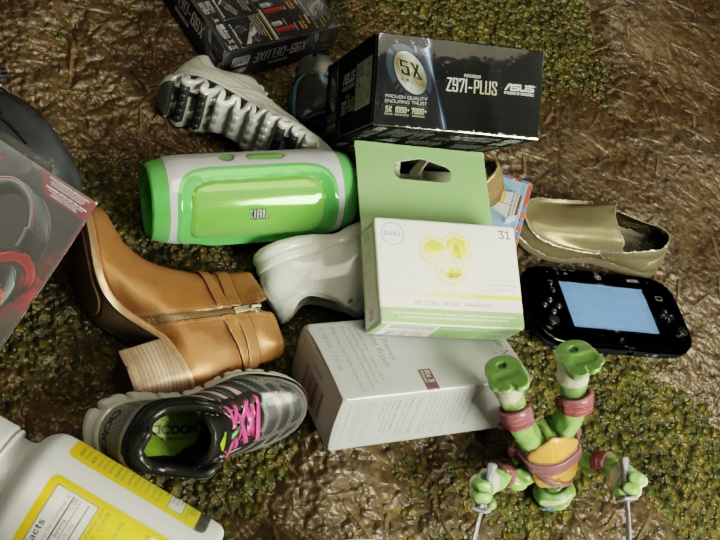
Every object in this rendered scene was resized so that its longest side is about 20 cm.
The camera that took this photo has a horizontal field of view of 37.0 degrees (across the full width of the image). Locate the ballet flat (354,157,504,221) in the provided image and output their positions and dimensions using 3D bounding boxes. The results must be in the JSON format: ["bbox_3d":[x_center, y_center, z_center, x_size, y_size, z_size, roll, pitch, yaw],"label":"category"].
[{"bbox_3d":[0.056,-0.095,1.121,0.200,0.072,0.068,-1,53,-8],"label":"ballet flat"}]

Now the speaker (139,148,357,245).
[{"bbox_3d":[-0.108,-0.072,1.041,0.200,0.088,0.089,-5,61,-20],"label":"speaker"}]

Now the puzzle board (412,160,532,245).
[{"bbox_3d":[0.094,-0.046,1.145,0.150,0.017,0.200,16,53,6],"label":"puzzle board"}]

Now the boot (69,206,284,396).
[{"bbox_3d":[-0.165,0.016,0.970,0.155,0.077,0.200,-17,69,-31],"label":"boot"}]

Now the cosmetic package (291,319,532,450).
[{"bbox_3d":[0.047,0.099,1.005,0.200,0.074,0.102,-5,43,-27],"label":"cosmetic package"}]

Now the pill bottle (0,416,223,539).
[{"bbox_3d":[-0.214,0.193,0.812,0.200,0.111,0.111,32,51,-3],"label":"pill bottle"}]

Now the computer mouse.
[{"bbox_3d":[-0.335,-0.121,0.997,0.200,0.053,0.138,46,51,8],"label":"computer mouse"}]

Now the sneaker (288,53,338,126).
[{"bbox_3d":[0.015,-0.165,1.189,0.200,0.073,0.082,17,70,-7],"label":"sneaker"}]

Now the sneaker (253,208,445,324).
[{"bbox_3d":[0.000,0.000,1.060,0.200,0.075,0.089,-16,77,-12],"label":"sneaker"}]

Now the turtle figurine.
[{"bbox_3d":[0.173,0.174,0.946,0.144,0.194,0.200,6,36,28],"label":"turtle figurine"}]

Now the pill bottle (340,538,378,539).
[{"bbox_3d":[-0.001,0.319,0.828,0.113,0.113,0.200,14,55,-16],"label":"pill bottle"}]

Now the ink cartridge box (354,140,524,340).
[{"bbox_3d":[0.072,-0.036,1.019,0.145,0.048,0.200,4,70,-19],"label":"ink cartridge box"}]

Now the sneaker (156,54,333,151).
[{"bbox_3d":[-0.108,-0.160,1.121,0.200,0.075,0.081,30,43,-5],"label":"sneaker"}]

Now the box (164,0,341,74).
[{"bbox_3d":[-0.140,-0.320,1.218,0.158,0.050,0.200,-23,71,-35],"label":"box"}]

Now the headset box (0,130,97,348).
[{"bbox_3d":[-0.319,-0.024,0.856,0.149,0.075,0.200,35,58,-14],"label":"headset box"}]

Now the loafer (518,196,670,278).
[{"bbox_3d":[0.262,-0.047,1.216,0.200,0.067,0.076,11,55,-19],"label":"loafer"}]

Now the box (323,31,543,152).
[{"bbox_3d":[0.065,-0.167,1.062,0.163,0.200,0.086,4,90,-14],"label":"box"}]

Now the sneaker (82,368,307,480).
[{"bbox_3d":[-0.122,0.131,0.891,0.200,0.087,0.074,-4,103,-34],"label":"sneaker"}]

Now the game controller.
[{"bbox_3d":[0.268,0.045,1.176,0.200,0.042,0.105,6,57,-22],"label":"game controller"}]
